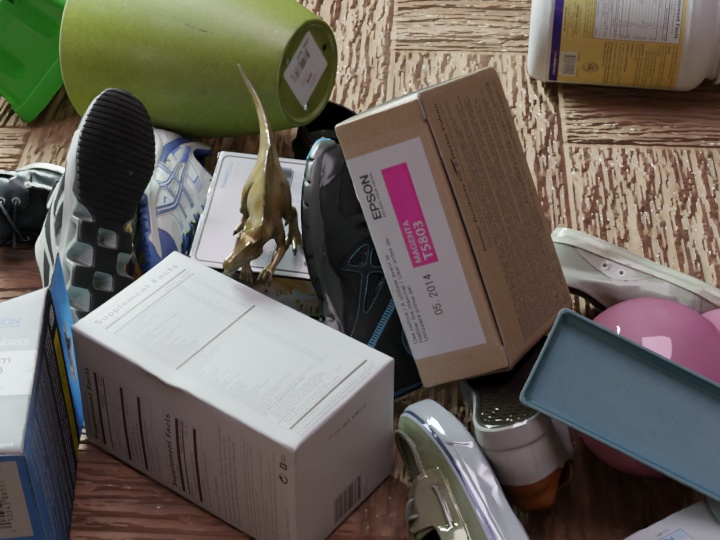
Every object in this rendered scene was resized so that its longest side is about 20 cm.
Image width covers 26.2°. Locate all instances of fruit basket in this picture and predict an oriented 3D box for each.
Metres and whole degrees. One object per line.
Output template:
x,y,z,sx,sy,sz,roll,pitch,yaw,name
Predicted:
-0.288,-0.241,1.511,0.215,0.156,0.216,39,16,-13,fruit basket

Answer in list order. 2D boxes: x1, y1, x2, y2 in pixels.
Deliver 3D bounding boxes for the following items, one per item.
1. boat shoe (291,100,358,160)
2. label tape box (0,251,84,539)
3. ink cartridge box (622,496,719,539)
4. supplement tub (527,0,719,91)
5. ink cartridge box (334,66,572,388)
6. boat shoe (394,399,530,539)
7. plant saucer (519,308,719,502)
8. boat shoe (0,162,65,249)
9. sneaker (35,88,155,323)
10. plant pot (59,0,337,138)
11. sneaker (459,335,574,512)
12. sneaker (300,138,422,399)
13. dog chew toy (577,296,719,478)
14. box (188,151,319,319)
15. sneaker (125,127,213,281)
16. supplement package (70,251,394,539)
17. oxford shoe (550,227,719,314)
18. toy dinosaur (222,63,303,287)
0.012,-0.082,1.337,0.073,0.063,0.201,-24,45,-32,boat shoe
-0.229,0.105,1.026,0.063,0.145,0.200,-4,37,-2,label tape box
0.282,0.212,0.965,0.159,0.047,0.200,-20,40,-24,ink cartridge box
0.264,-0.248,1.483,0.199,0.146,0.146,5,38,6,supplement tub
0.073,-0.036,1.126,0.075,0.201,0.165,-15,6,27,ink cartridge box
0.062,0.163,1.013,0.062,0.072,0.200,-19,43,-13,boat shoe
0.204,0.099,0.996,0.199,0.019,0.070,27,78,3,plant saucer
-0.298,-0.050,1.284,0.198,0.075,0.066,14,42,19,boat shoe
-0.218,-0.046,1.213,0.088,0.074,0.201,-10,65,47,sneaker
-0.127,-0.191,1.359,0.199,0.188,0.187,17,40,29,plant pot
0.112,0.109,1.097,0.072,0.085,0.200,-16,15,13,sneaker
0.000,0.000,1.148,0.081,0.201,0.073,-8,-3,-1,sneaker
0.249,0.079,1.085,0.199,0.125,0.125,-2,37,-15,dog chew toy
-0.027,-0.024,1.236,0.199,0.060,0.117,6,57,8,box
-0.152,-0.052,1.288,0.088,0.075,0.201,7,43,-19,sneaker
-0.088,0.090,1.072,0.199,0.110,0.114,25,44,29,supplement package
0.232,0.027,1.205,0.199,0.075,0.058,22,83,14,oxford shoe
-0.070,-0.059,1.163,0.058,0.101,0.201,1,48,0,toy dinosaur
